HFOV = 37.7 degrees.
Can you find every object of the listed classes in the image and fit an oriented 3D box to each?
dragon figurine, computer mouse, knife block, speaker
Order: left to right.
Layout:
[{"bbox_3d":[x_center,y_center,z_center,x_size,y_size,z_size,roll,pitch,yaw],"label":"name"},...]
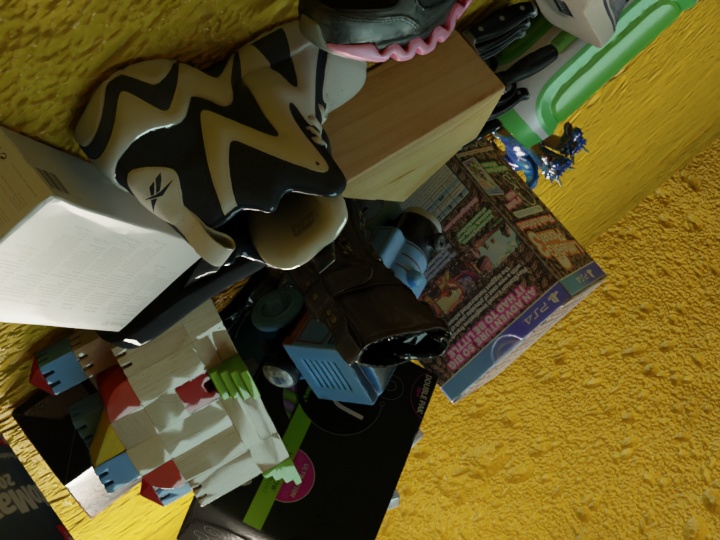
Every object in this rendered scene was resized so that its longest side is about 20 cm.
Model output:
[{"bbox_3d":[-0.068,0.019,0.978,0.110,0.044,0.200,-54,162,11],"label":"computer mouse"},{"bbox_3d":[0.058,-0.130,0.762,0.176,0.064,0.200,-44,167,17],"label":"knife block"},{"bbox_3d":[0.176,-0.113,1.092,0.059,0.100,0.200,-37,168,-10],"label":"dragon figurine"},{"bbox_3d":[0.187,-0.195,0.868,0.200,0.089,0.088,-42,168,13],"label":"speaker"}]

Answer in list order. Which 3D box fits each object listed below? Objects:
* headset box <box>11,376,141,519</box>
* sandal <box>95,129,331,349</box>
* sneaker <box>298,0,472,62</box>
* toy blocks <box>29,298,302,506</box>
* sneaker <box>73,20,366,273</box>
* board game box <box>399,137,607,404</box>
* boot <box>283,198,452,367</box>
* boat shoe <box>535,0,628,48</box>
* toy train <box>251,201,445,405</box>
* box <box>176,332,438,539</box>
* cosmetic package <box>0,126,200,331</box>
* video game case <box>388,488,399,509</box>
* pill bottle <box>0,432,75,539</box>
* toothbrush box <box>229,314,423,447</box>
[{"bbox_3d":[-0.198,0.128,0.902,0.148,0.075,0.200,-36,167,-19],"label":"headset box"},{"bbox_3d":[-0.098,-0.023,0.676,0.200,0.076,0.043,-41,145,7],"label":"sandal"},{"bbox_3d":[0.046,-0.184,0.556,0.200,0.079,0.096,-35,145,-23],"label":"sneaker"},{"bbox_3d":[-0.145,0.102,0.764,0.136,0.201,0.100,-28,-151,-10],"label":"toy blocks"},{"bbox_3d":[-0.039,-0.059,0.569,0.080,0.130,0.199,-47,166,35],"label":"sneaker"},{"bbox_3d":[0.093,-0.012,0.969,0.159,0.200,0.097,-46,166,31],"label":"board game box"},{"bbox_3d":[0.000,0.000,0.760,0.200,0.174,0.069,-13,142,-55],"label":"boot"},{"bbox_3d":[0.159,-0.229,0.730,0.093,0.075,0.200,-59,164,5],"label":"boat shoe"},{"bbox_3d":[-0.004,0.017,0.865,0.200,0.114,0.087,-58,137,-33],"label":"toy train"},{"bbox_3d":[-0.046,0.162,0.915,0.200,0.148,0.124,-65,-177,-34],"label":"box"},{"bbox_3d":[-0.158,-0.014,0.565,0.083,0.051,0.200,-43,168,5],"label":"cosmetic package"},{"bbox_3d":[-0.081,0.194,1.118,0.181,0.200,0.023,-14,135,-19],"label":"video game case"},{"bbox_3d":[-0.254,0.206,0.718,0.119,0.200,0.120,-37,168,-9],"label":"pill bottle"},{"bbox_3d":[-0.059,0.136,1.052,0.146,0.200,0.085,-32,167,-34],"label":"toothbrush box"}]
